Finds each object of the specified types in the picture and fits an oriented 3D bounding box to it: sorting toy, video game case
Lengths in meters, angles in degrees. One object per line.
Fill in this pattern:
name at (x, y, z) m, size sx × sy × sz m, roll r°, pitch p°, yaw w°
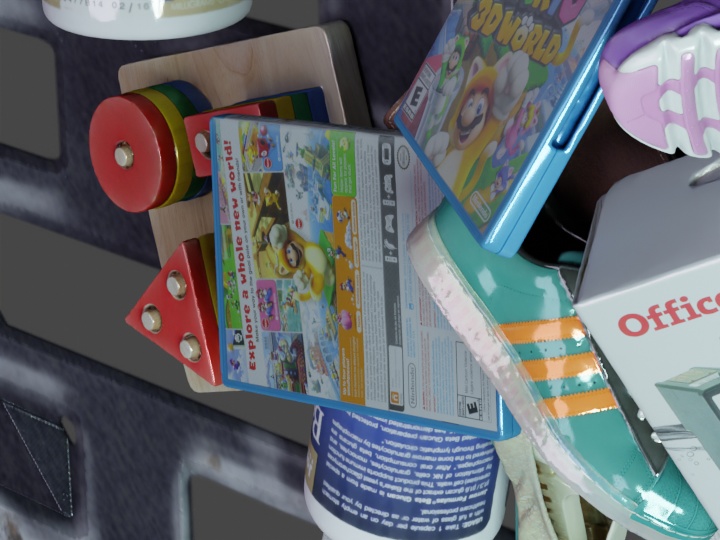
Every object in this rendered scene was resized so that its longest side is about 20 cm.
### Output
sorting toy at (-0.073, -0.026, 1.656) m, size 0.198 × 0.069 × 0.201 m, roll -6°, pitch 100°, yaw 50°
video game case at (0.000, 0.000, 1.452) m, size 0.199 × 0.018 × 0.144 m, roll 9°, pitch 106°, yaw 44°
video game case at (0.086, -0.122, 1.281) m, size 0.201 × 0.018 × 0.143 m, roll -61°, pitch 26°, yaw 16°

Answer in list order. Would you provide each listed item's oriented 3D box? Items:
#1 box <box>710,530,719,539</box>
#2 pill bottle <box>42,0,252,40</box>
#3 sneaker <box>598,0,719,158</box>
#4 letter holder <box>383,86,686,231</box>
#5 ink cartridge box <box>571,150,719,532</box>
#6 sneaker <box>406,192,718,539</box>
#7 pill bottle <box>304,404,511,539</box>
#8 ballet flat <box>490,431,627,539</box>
box at (0.199, 0.151, 1.386) m, size 0.041 × 0.039 × 0.201 m, roll -5°, pitch 116°, yaw 42°
pill bottle at (-0.119, -0.237, 1.593) m, size 0.119 × 0.119 × 0.201 m, roll 20°, pitch 118°, yaw 44°
sneaker at (0.182, -0.116, 1.189) m, size 0.081 × 0.199 × 0.089 m, roll 86°, pitch 160°, yaw -56°
letter holder at (0.127, -0.040, 1.397) m, size 0.201 × 0.100 × 0.142 m, roll 59°, pitch 137°, yaw 16°
ink cartridge box at (0.201, 0.042, 1.252) m, size 0.145 × 0.084 × 0.200 m, roll -20°, pitch 120°, yaw 29°
sneaker at (0.106, 0.033, 1.317) m, size 0.200 × 0.071 × 0.080 m, roll 51°, pitch 122°, yaw 13°
pill bottle at (0.028, 0.087, 1.546) m, size 0.111 × 0.111 × 0.201 m, roll 32°, pitch 126°, yaw 38°
ballet flat at (0.106, 0.094, 1.477) m, size 0.062 × 0.067 × 0.201 m, roll 20°, pitch 143°, yaw 32°
